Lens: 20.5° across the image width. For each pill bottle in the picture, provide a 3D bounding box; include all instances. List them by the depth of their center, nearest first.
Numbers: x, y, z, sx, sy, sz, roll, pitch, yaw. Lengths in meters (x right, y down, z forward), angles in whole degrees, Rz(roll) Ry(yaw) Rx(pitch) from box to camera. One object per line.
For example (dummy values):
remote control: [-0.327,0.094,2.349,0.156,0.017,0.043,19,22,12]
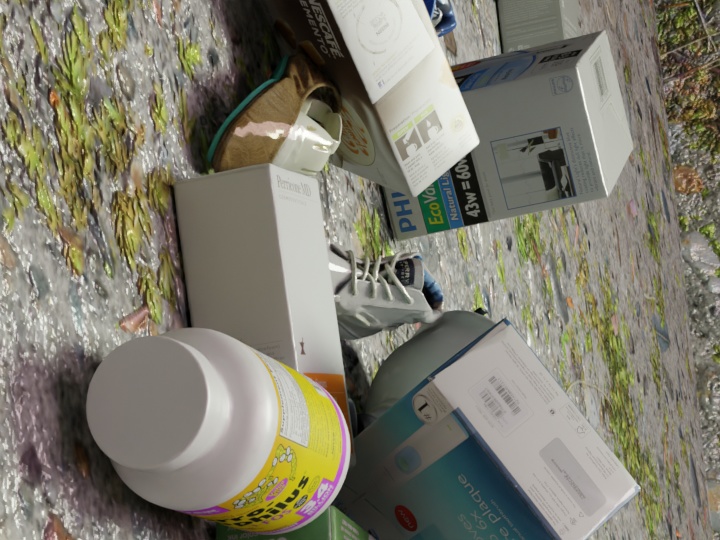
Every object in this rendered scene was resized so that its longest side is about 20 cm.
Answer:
pill bottle: [-0.083,0.093,1.160,0.200,0.104,0.104,35,48,-67]

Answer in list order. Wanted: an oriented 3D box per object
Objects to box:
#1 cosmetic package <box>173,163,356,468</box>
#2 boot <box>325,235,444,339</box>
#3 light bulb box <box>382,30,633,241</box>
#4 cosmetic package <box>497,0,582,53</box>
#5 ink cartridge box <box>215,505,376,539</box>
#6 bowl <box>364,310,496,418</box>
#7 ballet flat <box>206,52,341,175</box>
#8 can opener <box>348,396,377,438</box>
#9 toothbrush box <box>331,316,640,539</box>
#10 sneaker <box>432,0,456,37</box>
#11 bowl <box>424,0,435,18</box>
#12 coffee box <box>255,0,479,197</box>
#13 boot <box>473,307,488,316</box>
cosmetic package: [-0.062,0.037,1.321,0.101,0.071,0.200,10,71,-72]
boot: [0.000,0.000,1.502,0.200,0.095,0.074,37,46,-67]
light bulb box: [0.130,-0.125,1.826,0.198,0.200,0.125,-48,125,-69]
cosmetic package: [0.215,-0.343,2.431,0.107,0.090,0.200,24,61,-67]
ink cartridge box: [-0.029,0.267,1.274,0.145,0.084,0.200,49,35,-62]
bowl: [0.062,0.137,1.556,0.090,0.201,0.201,-15,97,-35]
ballet flat: [-0.050,-0.102,1.422,0.068,0.072,0.200,-58,-179,20]
can opener: [-0.012,0.189,1.450,0.063,0.079,0.200,127,-29,-56]
toothbrush box: [0.072,0.144,1.354,0.085,0.200,0.146,-35,85,-34]
sneaker: [0.033,-0.249,1.773,0.200,0.085,0.077,23,59,-70]
bowl: [-0.007,-0.263,1.632,0.201,0.039,0.201,8,81,-55]
coffee box: [0.000,-0.167,1.518,0.080,0.114,0.200,-40,127,-21]
boot: [0.121,0.141,1.867,0.162,0.073,0.199,49,28,-64]
